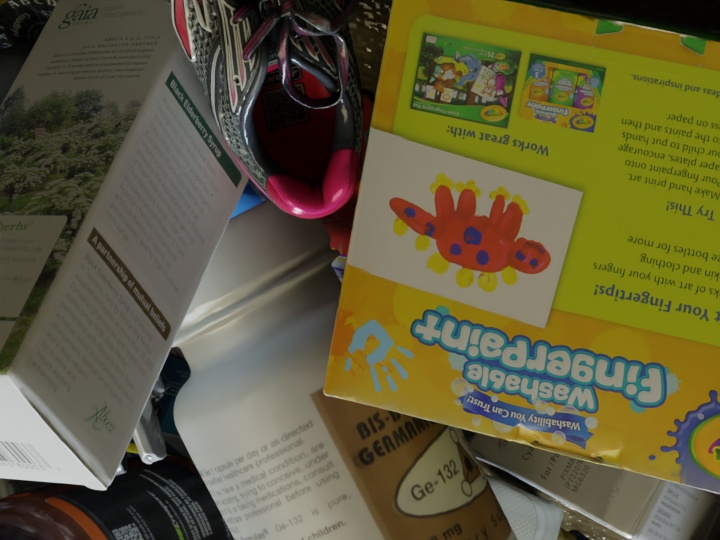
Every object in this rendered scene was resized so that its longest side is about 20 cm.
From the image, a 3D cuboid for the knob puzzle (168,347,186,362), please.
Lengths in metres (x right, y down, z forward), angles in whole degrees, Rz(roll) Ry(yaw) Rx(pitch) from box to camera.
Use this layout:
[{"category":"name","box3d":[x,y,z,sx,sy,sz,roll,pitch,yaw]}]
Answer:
[{"category":"knob puzzle","box3d":[-0.116,0.042,1.107,0.219,0.031,0.220,22,163,7]}]

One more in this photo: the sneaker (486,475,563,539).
[{"category":"sneaker","box3d":[0.028,0.159,1.031,0.092,0.076,0.200,19,153,-31]}]

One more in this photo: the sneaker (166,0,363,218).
[{"category":"sneaker","box3d":[-0.037,-0.112,0.712,0.080,0.075,0.201,-21,125,0]}]

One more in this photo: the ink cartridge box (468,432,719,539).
[{"category":"ink cartridge box","box3d":[0.093,0.091,0.979,0.176,0.045,0.200,26,177,24]}]

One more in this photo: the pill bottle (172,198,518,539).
[{"category":"pill bottle","box3d":[-0.019,0.070,0.857,0.114,0.114,0.201,-25,93,53]}]

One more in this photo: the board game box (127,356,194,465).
[{"category":"board game box","box3d":[-0.079,0.111,1.132,0.150,0.047,0.200,11,158,37]}]

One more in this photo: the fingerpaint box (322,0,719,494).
[{"category":"fingerpaint box","box3d":[0.101,-0.013,0.741,0.199,0.168,0.073,12,-169,15]}]

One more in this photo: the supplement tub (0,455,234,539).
[{"category":"supplement tub","box3d":[-0.148,0.160,0.982,0.106,0.108,0.200,7,-174,24]}]

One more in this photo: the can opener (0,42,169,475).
[{"category":"can opener","box3d":[-0.139,0.001,0.866,0.067,0.053,0.201,-20,101,5]}]

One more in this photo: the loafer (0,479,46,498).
[{"category":"loafer","box3d":[-0.185,0.172,1.111,0.070,0.201,0.075,-33,158,34]}]

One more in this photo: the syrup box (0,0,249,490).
[{"category":"syrup box","box3d":[-0.111,-0.019,0.775,0.078,0.201,0.082,1,142,31]}]

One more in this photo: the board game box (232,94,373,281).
[{"category":"board game box","box3d":[0.000,0.000,0.959,0.152,0.040,0.200,-9,139,42]}]

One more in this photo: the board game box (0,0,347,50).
[{"category":"board game box","box3d":[-0.113,-0.118,0.847,0.135,0.028,0.200,35,148,-24]}]

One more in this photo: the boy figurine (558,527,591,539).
[{"category":"boy figurine","box3d":[0.095,0.152,1.107,0.199,0.065,0.124,22,-169,-7]}]
